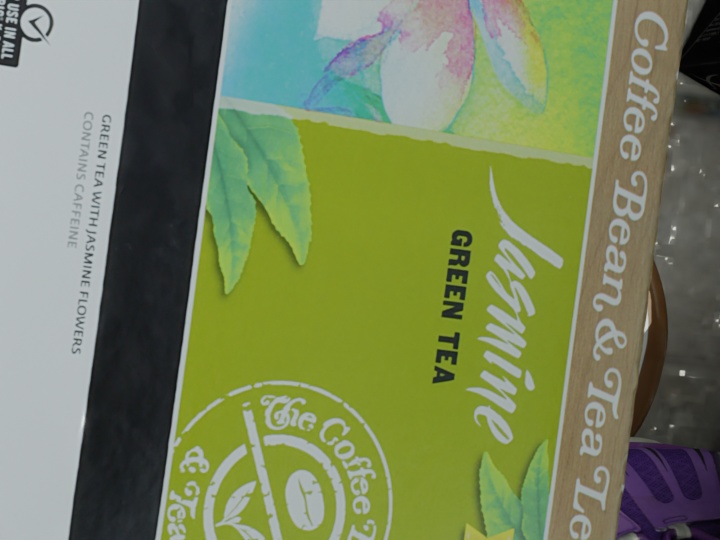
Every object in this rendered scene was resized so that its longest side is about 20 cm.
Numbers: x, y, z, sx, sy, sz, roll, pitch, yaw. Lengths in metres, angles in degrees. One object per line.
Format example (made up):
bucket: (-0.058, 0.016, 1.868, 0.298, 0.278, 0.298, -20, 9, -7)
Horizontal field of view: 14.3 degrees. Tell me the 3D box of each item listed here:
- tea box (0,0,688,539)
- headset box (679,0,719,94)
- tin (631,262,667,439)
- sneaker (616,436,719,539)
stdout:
tea box: (-0.040, -0.016, 0.715, 0.197, 0.134, 0.200, 7, 90, -26)
headset box: (0.217, -0.048, 0.860, 0.200, 0.149, 0.077, 27, 85, -14)
tin: (0.000, 0.000, 0.858, 0.200, 0.042, 0.112, 26, 88, -15)
sneaker: (0.115, 0.079, 0.829, 0.200, 0.083, 0.081, -6, 82, -19)
